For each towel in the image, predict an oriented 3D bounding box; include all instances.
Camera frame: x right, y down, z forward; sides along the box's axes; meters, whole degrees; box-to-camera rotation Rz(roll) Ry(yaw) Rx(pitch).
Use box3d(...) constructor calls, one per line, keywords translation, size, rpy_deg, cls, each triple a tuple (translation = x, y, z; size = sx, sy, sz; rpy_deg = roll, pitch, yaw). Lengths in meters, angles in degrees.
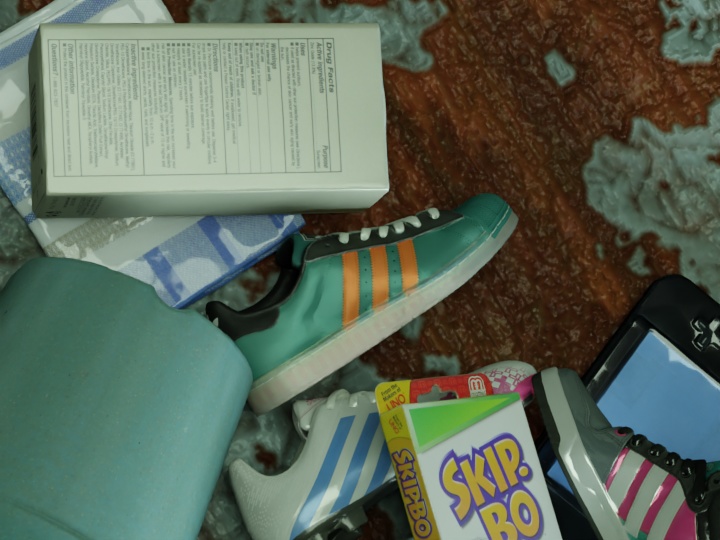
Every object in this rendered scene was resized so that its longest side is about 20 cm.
box3d(translation=(-0.140, -0.071, 1.475), size=(0.147, 0.024, 0.200), rpy_deg=(-32, 89, -16), cls="towel")

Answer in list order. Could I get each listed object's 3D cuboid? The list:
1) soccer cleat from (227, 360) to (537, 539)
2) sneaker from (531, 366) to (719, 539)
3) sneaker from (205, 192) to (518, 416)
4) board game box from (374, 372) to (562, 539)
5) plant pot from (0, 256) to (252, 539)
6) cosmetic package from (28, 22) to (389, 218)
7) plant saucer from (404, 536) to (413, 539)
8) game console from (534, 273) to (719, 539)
box3d(translation=(0.012, 0.093, 1.458), size=(0.200, 0.070, 0.086), rpy_deg=(-32, 77, -20), cls="soccer cleat")
box3d(translation=(0.186, 0.121, 1.418), size=(0.121, 0.084, 0.200), rpy_deg=(-28, 68, 2), cls="sneaker")
box3d(translation=(0.000, 0.000, 1.470), size=(0.200, 0.071, 0.080), rpy_deg=(-34, 93, -15), cls="sneaker")
box3d(translation=(0.072, 0.151, 1.382), size=(0.095, 0.030, 0.200), rpy_deg=(-3, 69, -44), cls="board game box")
box3d(translation=(-0.164, 0.111, 1.358), size=(0.200, 0.200, 0.196), rpy_deg=(27, 67, -7), cls="plant pot")
box3d(translation=(-0.089, -0.086, 1.440), size=(0.200, 0.071, 0.105), rpy_deg=(0, 80, -13), cls="cosmetic package")
box3d(translation=(0.065, 0.249, 1.448), size=(0.200, 0.036, 0.200), rpy_deg=(1, 82, -4), cls="plant saucer")
box3d(translation=(0.209, 0.118, 1.475), size=(0.176, 0.116, 0.200), rpy_deg=(40, 73, -4), cls="game console")
